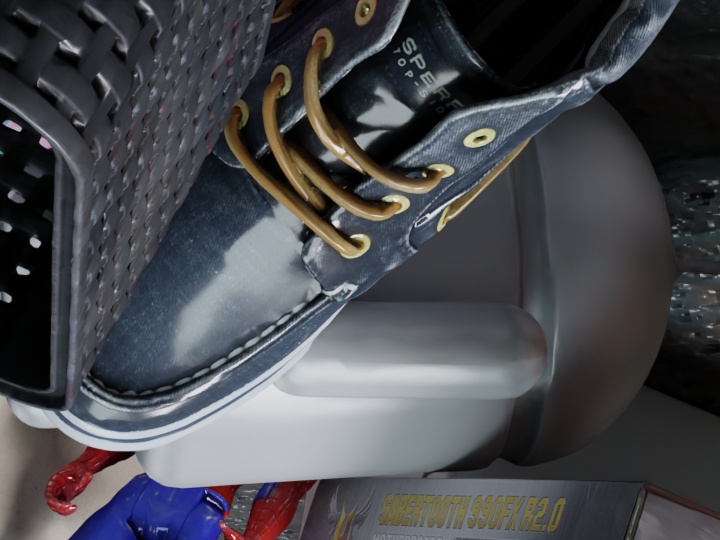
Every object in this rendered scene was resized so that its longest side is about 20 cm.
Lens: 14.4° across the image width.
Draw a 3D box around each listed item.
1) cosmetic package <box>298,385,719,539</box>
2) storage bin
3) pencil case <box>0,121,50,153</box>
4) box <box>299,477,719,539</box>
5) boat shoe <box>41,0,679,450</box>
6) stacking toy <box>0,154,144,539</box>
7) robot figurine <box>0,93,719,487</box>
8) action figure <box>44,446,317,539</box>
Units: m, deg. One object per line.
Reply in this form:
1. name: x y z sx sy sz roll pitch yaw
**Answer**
1. cosmetic package: 0.089 0.094 1.011 0.199 0.072 0.101 23 149 -25
2. storage bin: -0.091 -0.062 0.541 0.135 0.094 0.200 27 163 2
3. pencil case: -0.052 -0.093 0.677 0.087 0.088 0.200 23 151 -25
4. box: 0.087 0.104 0.779 0.158 0.049 0.200 24 167 -20
5. boat shoe: -0.004 -0.034 0.653 0.071 0.200 0.091 44 -179 -7
6. stacking toy: -0.157 0.003 0.892 0.199 0.147 0.146 16 160 32
7. robot figurine: 0.000 0.000 0.783 0.199 0.170 0.114 -3 111 -10
8. action figure: -0.059 0.077 0.825 0.065 0.200 0.052 22 150 20
